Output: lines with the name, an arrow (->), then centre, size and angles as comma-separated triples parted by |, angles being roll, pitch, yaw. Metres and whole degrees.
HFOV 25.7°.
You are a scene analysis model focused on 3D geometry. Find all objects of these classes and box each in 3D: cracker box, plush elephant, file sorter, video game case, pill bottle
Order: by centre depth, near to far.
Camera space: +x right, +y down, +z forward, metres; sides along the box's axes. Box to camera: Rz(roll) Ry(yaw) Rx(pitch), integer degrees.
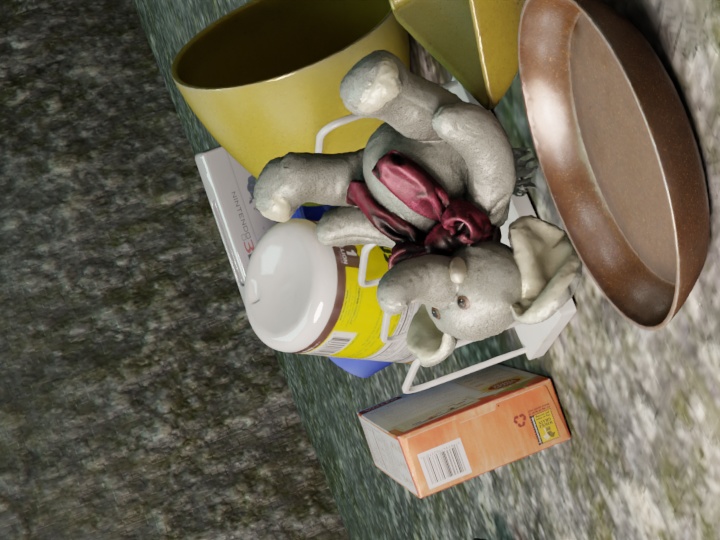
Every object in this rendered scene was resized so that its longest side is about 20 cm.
plush elephant -> 0.049, -0.021, 1.005 | 0.165, 0.200, 0.155 | -38, 54, 43
file sorter -> 0.057, -0.022, 1.192 | 0.139, 0.124, 0.200 | 101, 148, -74
pill bottle -> 0.008, 0.021, 1.326 | 0.109, 0.200, 0.110 | -9, 77, 46
cracker box -> 0.082, 0.131, 1.336 | 0.200, 0.134, 0.058 | -172, 62, -81
video game case -> -0.053, -0.059, 1.570 | 0.024, 0.200, 0.183 | -8, 103, 54

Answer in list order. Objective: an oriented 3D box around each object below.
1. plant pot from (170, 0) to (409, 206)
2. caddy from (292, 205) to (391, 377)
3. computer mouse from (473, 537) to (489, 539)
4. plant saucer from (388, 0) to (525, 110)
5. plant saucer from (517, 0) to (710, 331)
plant pot -> -0.040, -0.140, 1.316 | 0.200, 0.200, 0.142 | -126, 13, -60
caddy -> 0.000, 0.000, 1.482 | 0.200, 0.105, 0.141 | 47, -148, -7
computer mouse -> 0.151, 0.326, 1.651 | 0.141, 0.046, 0.200 | -114, 4, -52
plant saucer -> 0.053, -0.230, 1.016 | 0.200, 0.048, 0.200 | -124, 17, -57
plant saucer -> 0.142, -0.066, 0.877 | 0.200, 0.034, 0.201 | 159, 90, -81
